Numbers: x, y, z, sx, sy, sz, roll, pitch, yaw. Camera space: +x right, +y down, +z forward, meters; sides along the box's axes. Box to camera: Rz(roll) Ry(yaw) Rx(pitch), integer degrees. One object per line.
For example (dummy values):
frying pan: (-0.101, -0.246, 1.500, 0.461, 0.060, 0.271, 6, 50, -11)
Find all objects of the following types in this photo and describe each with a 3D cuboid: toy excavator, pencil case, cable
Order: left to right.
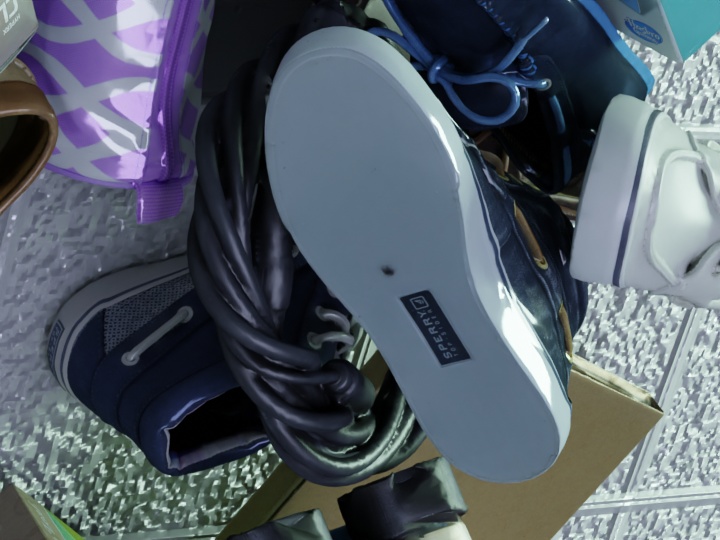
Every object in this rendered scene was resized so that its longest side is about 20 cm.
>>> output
pencil case: (-0.075, -0.126, 1.051, 0.084, 0.085, 0.201, -20, 132, -50)
toy excavator: (-0.004, 0.149, 1.194, 0.194, 0.100, 0.200, -17, 171, -34)
cable: (0.000, 0.000, 1.108, 0.201, 0.050, 0.164, 63, 36, -40)

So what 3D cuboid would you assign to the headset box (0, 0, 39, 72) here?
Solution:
headset box: (-0.191, -0.132, 0.899, 0.075, 0.148, 0.201, -52, 145, -40)

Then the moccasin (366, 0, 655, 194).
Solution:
moccasin: (0.053, -0.079, 1.080, 0.068, 0.080, 0.200, -57, 141, -2)

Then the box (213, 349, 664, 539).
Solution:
box: (0.024, 0.109, 1.307, 0.163, 0.021, 0.200, 25, 111, -45)

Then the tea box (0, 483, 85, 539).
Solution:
tea box: (-0.137, 0.233, 1.194, 0.200, 0.134, 0.197, -43, 135, 2)

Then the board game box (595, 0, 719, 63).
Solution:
board game box: (0.056, -0.184, 1.069, 0.047, 0.151, 0.200, -43, 136, -14)

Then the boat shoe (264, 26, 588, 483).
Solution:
boat shoe: (0.026, -0.022, 1.062, 0.070, 0.091, 0.201, -11, 126, 22)

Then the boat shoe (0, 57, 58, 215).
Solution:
boat shoe: (-0.188, -0.010, 1.001, 0.200, 0.074, 0.076, -44, 134, -14)

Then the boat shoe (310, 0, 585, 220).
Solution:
boat shoe: (0.058, -0.069, 1.198, 0.200, 0.072, 0.072, 36, 80, -45)

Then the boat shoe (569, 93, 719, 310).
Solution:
boat shoe: (0.125, -0.018, 1.115, 0.200, 0.065, 0.072, 37, 67, -74)

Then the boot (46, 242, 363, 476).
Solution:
boot: (-0.022, 0.023, 1.190, 0.199, 0.090, 0.073, -25, 131, -24)
